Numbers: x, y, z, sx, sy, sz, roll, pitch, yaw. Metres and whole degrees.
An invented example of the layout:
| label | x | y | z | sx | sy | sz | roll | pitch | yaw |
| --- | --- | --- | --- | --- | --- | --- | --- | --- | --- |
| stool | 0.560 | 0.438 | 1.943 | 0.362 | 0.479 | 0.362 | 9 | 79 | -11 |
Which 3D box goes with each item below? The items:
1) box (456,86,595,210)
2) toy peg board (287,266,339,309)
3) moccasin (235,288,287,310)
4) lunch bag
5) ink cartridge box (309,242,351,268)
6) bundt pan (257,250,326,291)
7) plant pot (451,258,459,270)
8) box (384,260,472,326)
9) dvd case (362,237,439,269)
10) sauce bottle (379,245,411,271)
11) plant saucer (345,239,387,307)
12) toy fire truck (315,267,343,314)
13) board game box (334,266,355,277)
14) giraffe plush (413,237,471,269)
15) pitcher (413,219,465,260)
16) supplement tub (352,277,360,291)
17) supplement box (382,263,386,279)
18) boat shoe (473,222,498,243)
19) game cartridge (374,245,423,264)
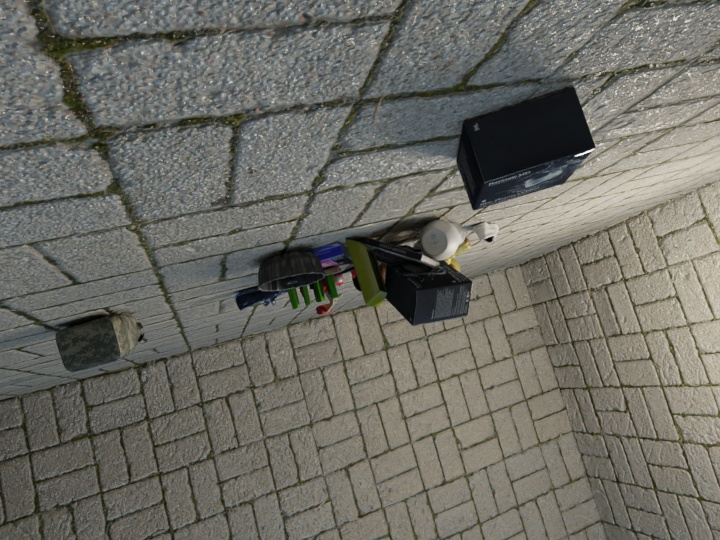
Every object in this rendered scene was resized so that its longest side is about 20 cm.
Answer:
| label | x | y | z | sx | sy | sz | roll | pitch | yaw |
| --- | --- | --- | --- | --- | --- | --- | --- | --- | --- |
| box | 0.290 | -0.212 | 0.959 | 0.194 | 0.119 | 0.200 | -17 | 170 | 5 |
| toy peg board | -0.169 | 0.057 | 1.749 | 0.197 | 0.099 | 0.199 | -14 | -177 | -10 |
| moccasin | -0.342 | 0.094 | 1.854 | 0.197 | 0.069 | 0.080 | -12 | -175 | -2 |
| lunch bag | -0.791 | 0.211 | 1.603 | 0.197 | 0.142 | 0.168 | -16 | -172 | 2 |
| ink cartridge box | -0.088 | -0.044 | 1.603 | 0.093 | 0.038 | 0.200 | -16 | 169 | 7 |
| bundt pan | -0.201 | -0.002 | 1.487 | 0.198 | 0.077 | 0.202 | -11 | 170 | -2 |
| plant pot | 0.327 | 0.018 | 2.347 | 0.140 | 0.203 | 0.199 | 20 | 153 | -28 |
| box | 0.201 | 0.058 | 1.588 | 0.194 | 0.126 | 0.200 | -9 | -153 | -23 |
| dvd case | 0.123 | -0.052 | 1.563 | 0.198 | 0.025 | 0.150 | 18 | -179 | 29 |
| sauce bottle | 0.109 | -0.016 | 1.895 | 0.198 | 0.067 | 0.066 | -29 | 173 | -8 |
| plant saucer | 0.028 | 0.005 | 1.565 | 0.047 | 0.203 | 0.200 | -20 | 171 | 10 |
| toy fire truck | -0.118 | 0.080 | 1.965 | 0.048 | 0.143 | 0.199 | -10 | 170 | -32 |
| board game box | 0.000 | 0.000 | 1.857 | 0.157 | 0.039 | 0.199 | -17 | -173 | 46 |
| giraffe plush | 0.284 | -0.026 | 1.824 | 0.197 | 0.165 | 0.173 | -11 | -167 | -9 |
| pitcher | 0.231 | -0.091 | 1.634 | 0.169 | 0.123 | 0.200 | -19 | -178 | 22 |
| supplement tub | 0.070 | 0.019 | 2.047 | 0.198 | 0.109 | 0.106 | -9 | 169 | -38 |
| supplement box | 0.171 | 0.023 | 1.782 | 0.197 | 0.067 | 0.069 | 17 | -138 | 13 |
| boat shoe | 0.478 | -0.136 | 1.951 | 0.071 | 0.070 | 0.199 | -19 | 171 | 22 |
| game cartridge | 0.133 | -0.049 | 1.745 | 0.128 | 0.039 | 0.200 | -17 | -162 | -20 |
